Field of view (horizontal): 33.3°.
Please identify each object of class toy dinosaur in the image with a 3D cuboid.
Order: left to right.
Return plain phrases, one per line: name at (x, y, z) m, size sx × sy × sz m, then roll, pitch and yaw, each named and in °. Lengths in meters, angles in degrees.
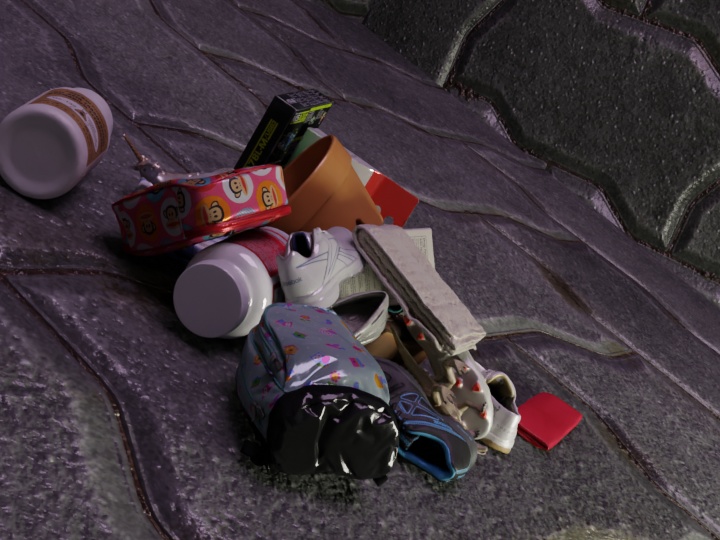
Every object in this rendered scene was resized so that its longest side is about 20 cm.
toy dinosaur at (0.093, 0.150, 1.481) m, size 0.058 × 0.101 × 0.201 m, roll -33°, pitch 87°, yaw -33°

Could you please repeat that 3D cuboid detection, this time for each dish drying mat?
dish drying mat at (0.268, 0.217, 1.753) m, size 0.077 × 0.018 × 0.200 m, roll 37°, pitch 19°, yaw 16°

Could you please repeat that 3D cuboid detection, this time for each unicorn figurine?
unicorn figurine at (-0.218, -0.114, 1.646) m, size 0.199 × 0.075 × 0.137 m, roll 4°, pitch 23°, yaw -44°

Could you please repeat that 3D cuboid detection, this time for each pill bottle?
pill bottle at (-0.379, -0.170, 1.525) m, size 0.114 × 0.115 × 0.200 m, roll 30°, pitch 17°, yaw -7°
pill bottle at (-0.144, 0.016, 1.432) m, size 0.112 × 0.113 × 0.200 m, roll 34°, pitch 17°, yaw 8°

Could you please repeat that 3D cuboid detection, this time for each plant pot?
plant pot at (-0.062, -0.073, 1.716) m, size 0.140 × 0.200 × 0.200 m, roll 45°, pitch 14°, yaw -16°

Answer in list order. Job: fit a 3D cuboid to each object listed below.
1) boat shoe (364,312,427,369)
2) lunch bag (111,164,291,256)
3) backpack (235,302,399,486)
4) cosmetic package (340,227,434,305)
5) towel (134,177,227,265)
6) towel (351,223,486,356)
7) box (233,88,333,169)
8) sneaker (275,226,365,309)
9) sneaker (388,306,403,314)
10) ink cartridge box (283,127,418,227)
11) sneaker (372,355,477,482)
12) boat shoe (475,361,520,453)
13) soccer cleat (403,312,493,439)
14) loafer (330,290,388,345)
boat shoe at (0.019, 0.086, 1.587) m, size 0.071 × 0.070 × 0.200 m, roll 58°, pitch 17°, yaw 24°
lunch bag at (-0.185, -0.079, 1.462) m, size 0.199 × 0.083 × 0.175 m, roll -8°, pitch 9°, yaw 45°
backpack at (-0.052, 0.125, 1.274) m, size 0.166 × 0.127 × 0.200 m, roll 17°, pitch 19°, yaw -31°
cosmetic package at (0.000, 0.000, 1.614) m, size 0.198 × 0.105 × 0.073 m, roll -3°, pitch -2°, yaw -32°
towel at (-0.242, -0.062, 1.623) m, size 0.146 × 0.024 × 0.200 m, roll 27°, pitch 18°, yaw -13°
towel at (0.075, 0.022, 1.522) m, size 0.201 × 0.034 × 0.132 m, roll 53°, pitch 19°, yaw 13°
box at (-0.131, -0.184, 1.857) m, size 0.047 × 0.194 × 0.200 m, roll 32°, pitch 18°, yaw 7°
sneaker at (-0.048, -0.018, 1.454) m, size 0.200 × 0.074 × 0.088 m, roll -61°, pitch 134°, yaw -65°
sneaker at (0.048, 0.031, 1.815) m, size 0.079 × 0.076 × 0.199 m, roll 50°, pitch 30°, yaw 17°
ink cartridge box at (-0.036, -0.097, 1.837) m, size 0.199 × 0.162 × 0.050 m, roll 36°, pitch 18°, yaw 11°
sneaker at (0.049, 0.170, 1.411) m, size 0.199 × 0.074 × 0.082 m, roll 35°, pitch 18°, yaw 10°
boat shoe at (0.182, 0.169, 1.645) m, size 0.070 × 0.070 × 0.200 m, roll 23°, pitch 19°, yaw -20°
soccer cleat at (0.122, 0.124, 1.583) m, size 0.201 × 0.069 × 0.077 m, roll 63°, pitch 18°, yaw 10°
loafer at (-0.047, 0.072, 1.425) m, size 0.199 × 0.070 × 0.070 m, roll -26°, pitch 61°, yaw -38°
